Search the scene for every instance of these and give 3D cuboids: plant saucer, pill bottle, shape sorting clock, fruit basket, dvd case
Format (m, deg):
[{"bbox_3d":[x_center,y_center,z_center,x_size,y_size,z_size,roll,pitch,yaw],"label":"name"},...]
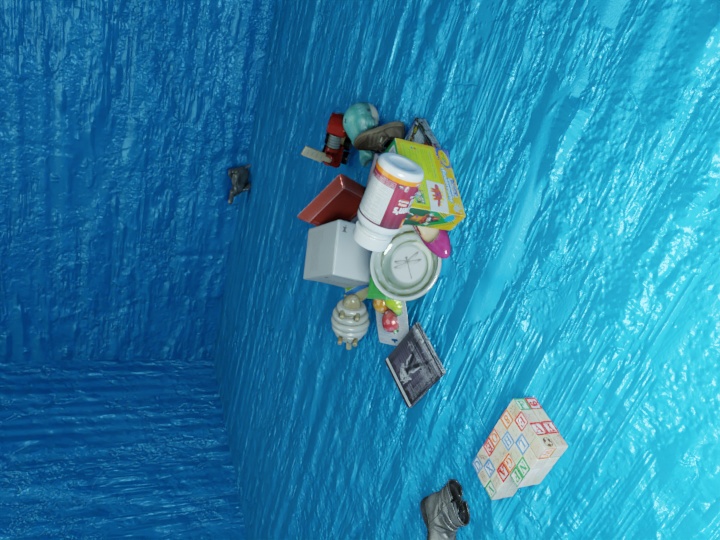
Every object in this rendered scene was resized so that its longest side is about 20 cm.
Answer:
[{"bbox_3d":[0.124,-0.017,1.455,0.197,0.050,0.204,-5,77,23],"label":"plant saucer"},{"bbox_3d":[0.057,-0.150,1.235,0.202,0.108,0.110,-67,32,30],"label":"pill bottle"},{"bbox_3d":[0.000,0.000,1.799,0.199,0.039,0.204,-25,59,52],"label":"shape sorting clock"},{"bbox_3d":[-0.069,-0.195,1.730,0.199,0.199,0.037,-41,61,19],"label":"plant saucer"},{"bbox_3d":[0.091,0.111,1.567,0.185,0.092,0.204,-4,98,64],"label":"fruit basket"},{"bbox_3d":[0.141,0.254,1.462,0.150,0.016,0.201,62,142,27],"label":"dvd case"}]

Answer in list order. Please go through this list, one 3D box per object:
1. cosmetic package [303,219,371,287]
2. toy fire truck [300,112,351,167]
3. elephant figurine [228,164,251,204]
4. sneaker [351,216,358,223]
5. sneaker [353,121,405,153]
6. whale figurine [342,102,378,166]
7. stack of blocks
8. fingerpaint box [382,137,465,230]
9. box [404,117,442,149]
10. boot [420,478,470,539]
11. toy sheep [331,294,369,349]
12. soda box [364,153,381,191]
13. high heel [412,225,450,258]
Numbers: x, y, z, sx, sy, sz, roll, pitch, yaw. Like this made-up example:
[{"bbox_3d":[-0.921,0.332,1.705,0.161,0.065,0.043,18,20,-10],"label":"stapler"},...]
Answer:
[{"bbox_3d":[-0.057,-0.047,1.710,0.199,0.165,0.170,-9,72,57],"label":"cosmetic package"},{"bbox_3d":[-0.106,-0.438,1.875,0.200,0.127,0.178,-62,-10,-63],"label":"toy fire truck"},{"bbox_3d":[-0.726,-0.517,3.312,0.156,0.139,0.203,103,163,-52],"label":"elephant figurine"},{"bbox_3d":[-0.061,-0.175,1.907,0.115,0.074,0.202,-118,37,-44],"label":"sneaker"},{"bbox_3d":[0.053,-0.383,1.657,0.198,0.070,0.077,-12,81,47],"label":"sneaker"},{"bbox_3d":[-0.001,-0.443,1.783,0.159,0.102,0.204,-26,66,61],"label":"whale figurine"},{"bbox_3d":[0.306,0.363,1.082,0.116,0.058,0.202,-117,39,-47],"label":"stack of blocks"},{"bbox_3d":[0.153,-0.208,1.353,0.073,0.164,0.203,-44,49,50],"label":"fingerpaint box"},{"bbox_3d":[0.146,-0.297,1.526,0.201,0.039,0.138,-63,35,40],"label":"box"},{"bbox_3d":[0.206,0.598,1.263,0.132,0.069,0.202,-52,46,43],"label":"boot"},{"bbox_3d":[-0.033,0.166,1.751,0.138,0.136,0.203,-128,43,-54],"label":"toy sheep"},{"bbox_3d":[0.056,-0.248,1.684,0.069,0.063,0.203,-125,44,-52],"label":"soda box"},{"bbox_3d":[0.152,-0.115,1.378,0.067,0.096,0.201,-43,65,21],"label":"high heel"}]
